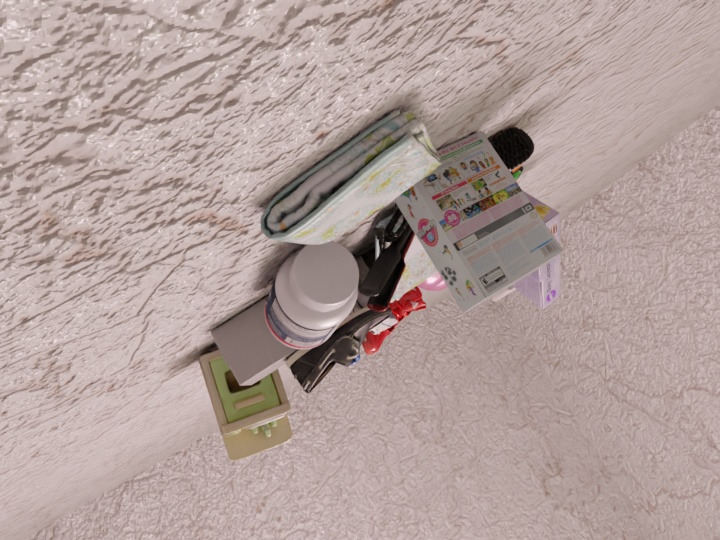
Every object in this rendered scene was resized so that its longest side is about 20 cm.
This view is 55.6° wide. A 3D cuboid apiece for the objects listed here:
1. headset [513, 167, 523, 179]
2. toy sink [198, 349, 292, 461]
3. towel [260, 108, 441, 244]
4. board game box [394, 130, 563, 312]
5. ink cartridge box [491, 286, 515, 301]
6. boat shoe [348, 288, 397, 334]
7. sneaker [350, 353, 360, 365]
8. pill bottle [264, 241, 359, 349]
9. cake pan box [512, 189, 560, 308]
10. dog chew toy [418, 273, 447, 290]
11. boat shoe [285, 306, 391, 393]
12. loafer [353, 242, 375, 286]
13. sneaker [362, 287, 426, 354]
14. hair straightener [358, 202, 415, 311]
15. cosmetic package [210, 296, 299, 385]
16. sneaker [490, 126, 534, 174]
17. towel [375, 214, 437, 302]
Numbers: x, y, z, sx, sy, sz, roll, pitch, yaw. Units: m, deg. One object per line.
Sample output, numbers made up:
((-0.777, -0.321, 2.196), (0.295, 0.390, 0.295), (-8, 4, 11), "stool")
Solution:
((0.235, -0.116, 1.277), (0.200, 0.094, 0.123), (-45, 168, 9), "headset")
((-0.205, 0.236, 1.251), (0.129, 0.202, 0.112), (-16, 172, -16), "toy sink")
((-0.003, -0.092, 0.763), (0.199, 0.048, 0.171), (-34, 170, 10), "towel")
((0.150, -0.068, 0.909), (0.147, 0.201, 0.064), (-26, 170, -27), "board game box")
((0.290, -0.062, 1.406), (0.145, 0.201, 0.084), (-28, 171, -21), "ink cartridge box")
((0.013, 0.082, 1.219), (0.070, 0.071, 0.200), (-39, 165, 3), "boat shoe")
((-0.066, 0.131, 1.281), (0.199, 0.086, 0.077), (19, 138, -42), "sneaker")
((-0.068, 0.034, 0.982), (0.119, 0.120, 0.200), (-28, 170, -23), "pill bottle")
((0.254, -0.053, 1.148), (0.052, 0.184, 0.201), (-31, 134, -14), "cake pan box")
((0.129, -0.021, 1.341), (0.124, 0.125, 0.200), (-35, 168, 19), "dog chew toy")
((-0.026, 0.122, 1.104), (0.199, 0.068, 0.072), (-37, 161, 10), "boat shoe")
((0.000, 0.000, 1.212), (0.199, 0.070, 0.070), (-38, 167, -12), "loafer")
((0.068, 0.082, 1.380), (0.114, 0.079, 0.201), (-6, -137, 20), "sneaker")
((0.053, -0.043, 0.980), (0.201, 0.041, 0.077), (-59, 142, -23), "hair straightener")
((-0.135, 0.098, 1.142), (0.199, 0.107, 0.090), (-31, 170, 2), "cosmetic package")
((0.169, -0.135, 1.028), (0.199, 0.070, 0.090), (-32, 168, -14), "sneaker")
((0.101, -0.048, 1.144), (0.170, 0.048, 0.201), (-32, 150, -22), "towel")
